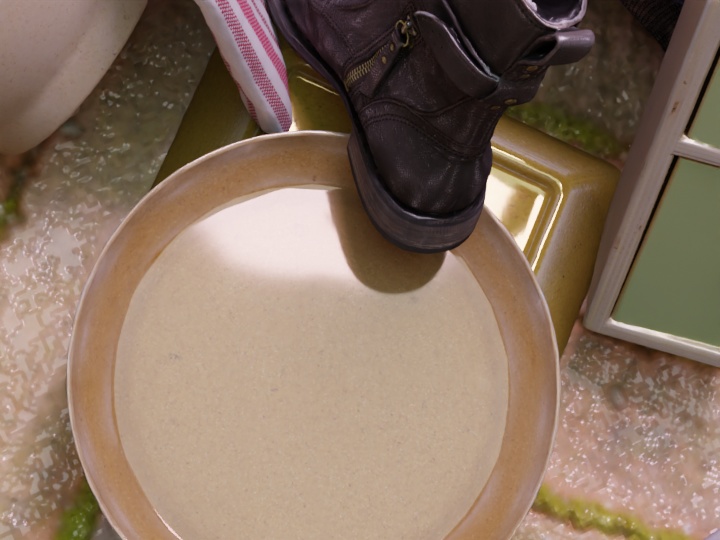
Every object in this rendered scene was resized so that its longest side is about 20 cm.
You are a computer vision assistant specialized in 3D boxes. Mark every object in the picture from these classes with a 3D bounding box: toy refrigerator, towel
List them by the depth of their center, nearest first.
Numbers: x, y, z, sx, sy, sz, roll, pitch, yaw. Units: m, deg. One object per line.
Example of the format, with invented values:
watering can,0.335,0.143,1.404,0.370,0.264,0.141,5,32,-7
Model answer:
toy refrigerator,0.147,-0.045,0.695,0.075,0.201,0.070,16,53,3
towel,-0.076,-0.165,0.722,0.030,0.147,0.202,-19,64,7

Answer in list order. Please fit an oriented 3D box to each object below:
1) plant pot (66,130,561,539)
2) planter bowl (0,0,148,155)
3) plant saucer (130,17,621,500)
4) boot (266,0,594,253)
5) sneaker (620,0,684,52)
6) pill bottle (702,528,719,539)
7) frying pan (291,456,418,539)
plant pot,-0.018,0.044,0.720,0.198,0.027,0.202,2,79,-8
planter bowl,-0.163,-0.131,0.716,0.134,0.200,0.202,34,74,-28
plant saucer,0.000,0.000,0.770,0.198,0.048,0.202,24,77,-3
boot,0.026,-0.121,0.672,0.069,0.175,0.201,-13,63,-21
sneaker,0.180,-0.063,0.797,0.078,0.075,0.200,-39,84,-10
pill bottle,0.223,0.184,0.732,0.108,0.109,0.201,-26,83,-12
frying pan,-0.062,0.147,0.740,0.188,0.031,0.116,-18,84,5
